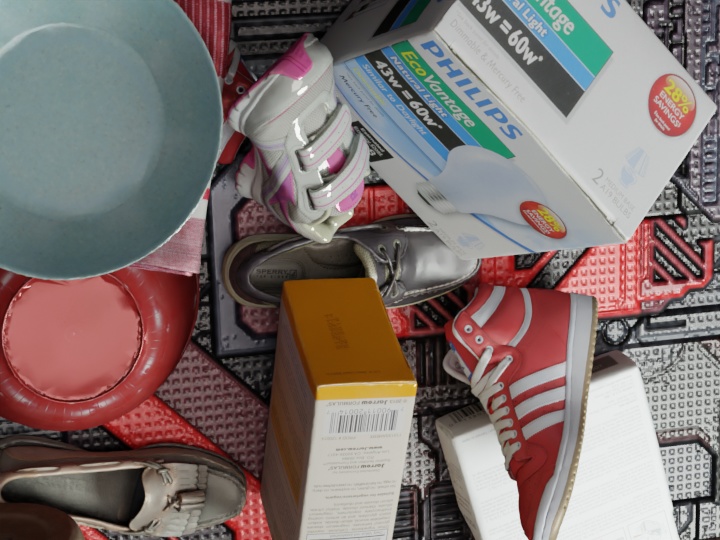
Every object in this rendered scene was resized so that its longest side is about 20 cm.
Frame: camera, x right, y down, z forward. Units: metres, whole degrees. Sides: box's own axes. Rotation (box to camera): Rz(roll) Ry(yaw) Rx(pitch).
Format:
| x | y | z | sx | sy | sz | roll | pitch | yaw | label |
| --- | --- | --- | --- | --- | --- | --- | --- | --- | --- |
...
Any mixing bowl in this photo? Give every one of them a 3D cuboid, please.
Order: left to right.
| x | y | z | sx | sy | sz | roll | pitch | yaw | label |
| --- | --- | --- | --- | --- | --- | --- | --- | --- | --- |
| -0.202 | 0.031 | 1.116 | 0.198 | 0.108 | 0.202 | -4 | 104 | -14 | mixing bowl |

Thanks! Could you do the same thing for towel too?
| x | y | z | sx | sy | sz | roll | pitch | yaw | label |
| --- | --- | --- | --- | --- | --- | --- | --- | --- | --- |
| -0.162 | -0.105 | 1.045 | 0.142 | 0.023 | 0.202 | 8 | 89 | -2 | towel |

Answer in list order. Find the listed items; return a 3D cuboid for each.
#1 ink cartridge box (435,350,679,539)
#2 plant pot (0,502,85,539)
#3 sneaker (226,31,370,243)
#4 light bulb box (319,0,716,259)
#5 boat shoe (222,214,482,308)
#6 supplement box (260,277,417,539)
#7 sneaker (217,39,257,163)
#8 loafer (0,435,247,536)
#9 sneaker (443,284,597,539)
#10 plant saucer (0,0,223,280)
| x | y | z | sx | sy | sz | roll | pitch | yaw | label |
| --- | --- | --- | --- | --- | --- | --- | --- | --- | --- |
| 0.163 | 0.184 | 1.277 | 0.161 | 0.057 | 0.202 | -20 | 111 | -9 | ink cartridge box |
| -0.238 | 0.260 | 1.104 | 0.198 | 0.200 | 0.177 | -7 | 109 | -12 | plant pot |
| -0.031 | -0.085 | 1.081 | 0.088 | 0.200 | 0.081 | 39 | 73 | 13 | sneaker |
| 0.093 | -0.120 | 1.092 | 0.198 | 0.199 | 0.125 | 44 | 68 | -19 | light bulb box |
| 0.000 | 0.000 | 1.181 | 0.198 | 0.065 | 0.073 | -2 | 102 | -14 | boat shoe |
| -0.019 | 0.123 | 1.143 | 0.073 | 0.126 | 0.202 | -2 | 124 | -15 | supplement box |
| -0.110 | -0.169 | 1.111 | 0.111 | 0.071 | 0.202 | 7 | 108 | -12 | sneaker |
| -0.177 | 0.165 | 1.175 | 0.198 | 0.063 | 0.073 | 8 | 100 | -16 | loafer |
| 0.108 | 0.100 | 1.182 | 0.111 | 0.071 | 0.202 | 11 | 59 | 1 | sneaker |
| -0.185 | -0.094 | 1.014 | 0.199 | 0.039 | 0.204 | 0 | 88 | -3 | plant saucer |
